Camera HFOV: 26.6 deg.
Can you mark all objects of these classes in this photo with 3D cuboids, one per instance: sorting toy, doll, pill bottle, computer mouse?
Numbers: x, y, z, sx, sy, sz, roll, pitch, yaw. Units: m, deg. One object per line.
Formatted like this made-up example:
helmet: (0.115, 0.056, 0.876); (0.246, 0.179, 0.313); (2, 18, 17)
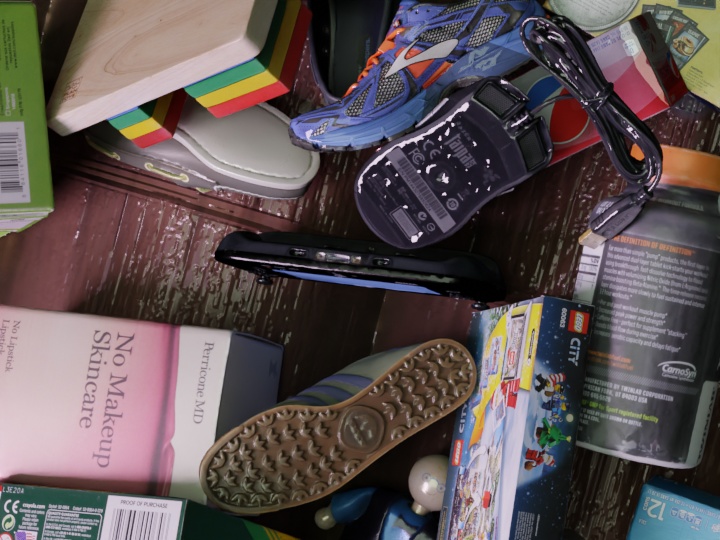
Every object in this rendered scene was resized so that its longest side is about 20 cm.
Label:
sorting toy: (-0.107, -0.188, 1.064); (0.199, 0.070, 0.200); (-16, 49, 38)
doll: (0.015, 0.220, 1.076); (0.136, 0.048, 0.201); (31, 93, 19)
pill bottle: (0.192, 0.020, 0.994); (0.105, 0.106, 0.202); (13, 92, 18)
computer mouse: (0.099, -0.063, 0.974); (0.141, 0.046, 0.200); (47, 123, -5)

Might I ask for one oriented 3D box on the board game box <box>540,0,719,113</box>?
board game box: (0.241, -0.186, 1.024); (0.199, 0.035, 0.136); (34, 98, 16)

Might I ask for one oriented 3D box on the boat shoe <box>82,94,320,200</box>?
boat shoe: (-0.122, -0.096, 1.126); (0.200, 0.060, 0.072); (22, 53, 13)

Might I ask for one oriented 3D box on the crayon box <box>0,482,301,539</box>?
crayon box: (-0.160, 0.192, 1.050); (0.199, 0.172, 0.059); (0, 73, 28)

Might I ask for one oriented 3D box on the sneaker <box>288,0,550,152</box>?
sneaker: (0.035, -0.142, 1.037); (0.199, 0.075, 0.079); (-30, 96, -9)

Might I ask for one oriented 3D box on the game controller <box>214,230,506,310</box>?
game controller: (0.000, 0.000, 1.059); (0.198, 0.104, 0.042); (6, 94, 18)

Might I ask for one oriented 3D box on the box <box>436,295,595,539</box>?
box: (0.096, 0.123, 0.992); (0.037, 0.137, 0.202); (12, 81, -13)

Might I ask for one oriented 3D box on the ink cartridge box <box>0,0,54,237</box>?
ink cartridge box: (-0.288, -0.099, 1.110); (0.075, 0.200, 0.149); (-4, 86, -26)

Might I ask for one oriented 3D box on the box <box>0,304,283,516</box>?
box: (-0.171, 0.101, 1.102); (0.198, 0.109, 0.129); (5, 82, 18)

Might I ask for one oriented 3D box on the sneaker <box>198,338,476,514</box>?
sneaker: (-0.017, 0.108, 1.045); (0.199, 0.090, 0.067); (-26, 90, -9)

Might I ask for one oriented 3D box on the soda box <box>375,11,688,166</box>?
soda box: (0.114, -0.100, 1.022); (0.199, 0.070, 0.064); (-26, 94, 27)

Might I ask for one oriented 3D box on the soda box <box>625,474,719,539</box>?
soda box: (0.272, 0.197, 0.983); (0.199, 0.068, 0.065); (18, 93, 18)

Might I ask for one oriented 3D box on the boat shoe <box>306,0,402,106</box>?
boat shoe: (-0.005, -0.206, 1.091); (0.074, 0.062, 0.202); (-2, 86, 20)
